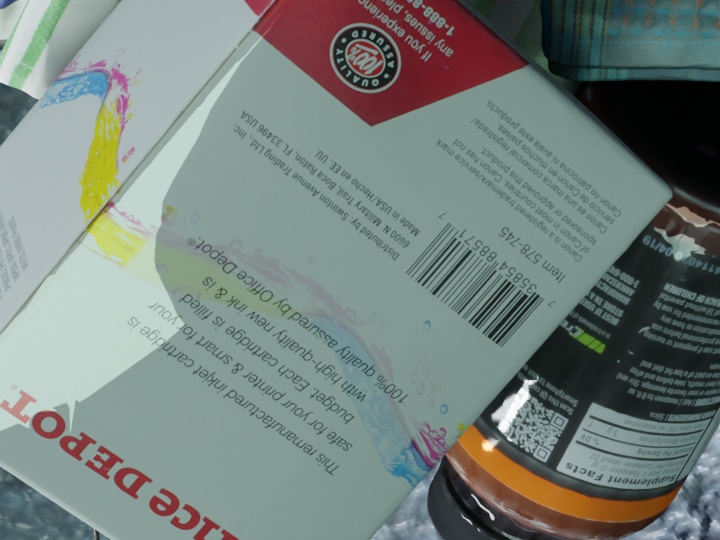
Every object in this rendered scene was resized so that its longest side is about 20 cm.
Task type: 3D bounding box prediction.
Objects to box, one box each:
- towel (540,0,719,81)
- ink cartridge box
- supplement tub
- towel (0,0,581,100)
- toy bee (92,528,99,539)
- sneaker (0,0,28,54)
[{"bbox_3d":[0.135,-0.140,0.717,0.146,0.022,0.201,3,134,3],"label":"towel"},{"bbox_3d":[-0.031,-0.014,0.732,0.145,0.145,0.200,38,98,-24],"label":"ink cartridge box"},{"bbox_3d":[0.092,0.027,0.838,0.106,0.107,0.201,20,123,-8],"label":"supplement tub"},{"bbox_3d":[-0.012,-0.092,0.797,0.199,0.023,0.153,23,105,-20],"label":"towel"},{"bbox_3d":[-0.092,0.034,0.873,0.130,0.109,0.201,-4,89,32],"label":"toy bee"},{"bbox_3d":[-0.135,-0.131,0.825,0.198,0.081,0.116,6,125,-6],"label":"sneaker"}]
